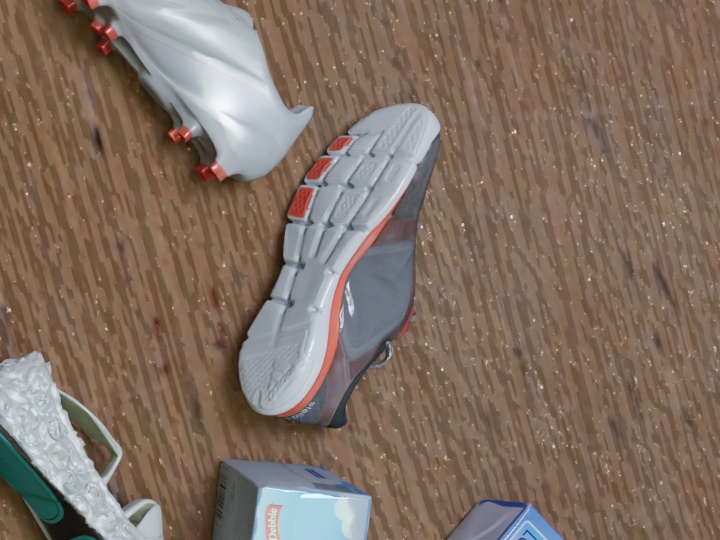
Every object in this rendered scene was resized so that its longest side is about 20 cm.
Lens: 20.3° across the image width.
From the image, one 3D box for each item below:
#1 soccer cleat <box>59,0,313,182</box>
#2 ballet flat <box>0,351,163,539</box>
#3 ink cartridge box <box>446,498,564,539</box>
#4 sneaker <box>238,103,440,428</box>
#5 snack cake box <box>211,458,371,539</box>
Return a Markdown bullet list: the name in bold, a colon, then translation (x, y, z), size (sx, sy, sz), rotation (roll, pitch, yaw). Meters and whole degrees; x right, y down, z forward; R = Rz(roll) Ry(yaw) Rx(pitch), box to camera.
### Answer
- **soccer cleat**: translation (-0.106, -0.139, 1.133), size (0.078, 0.069, 0.200), rotation (-42, 109, -15)
- **ballet flat**: translation (-0.149, 0.131, 1.133), size (0.072, 0.072, 0.201), rotation (-34, 101, -11)
- **ink cartridge box**: translation (0.110, 0.252, 1.196), size (0.200, 0.076, 0.137), rotation (46, 75, -14)
- **sneaker**: translation (0.000, 0.000, 1.175), size (0.082, 0.077, 0.201), rotation (31, 85, -41)
- **snack cake box**: translation (-0.049, 0.214, 1.136), size (0.067, 0.115, 0.201), rotation (7, 91, -15)
